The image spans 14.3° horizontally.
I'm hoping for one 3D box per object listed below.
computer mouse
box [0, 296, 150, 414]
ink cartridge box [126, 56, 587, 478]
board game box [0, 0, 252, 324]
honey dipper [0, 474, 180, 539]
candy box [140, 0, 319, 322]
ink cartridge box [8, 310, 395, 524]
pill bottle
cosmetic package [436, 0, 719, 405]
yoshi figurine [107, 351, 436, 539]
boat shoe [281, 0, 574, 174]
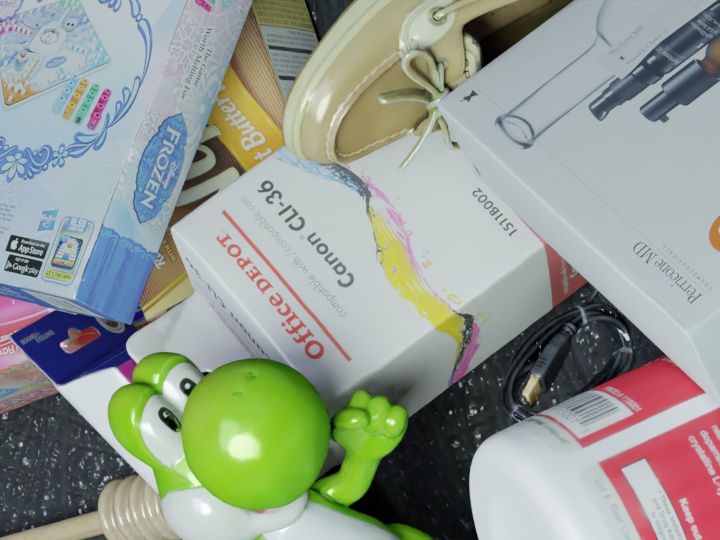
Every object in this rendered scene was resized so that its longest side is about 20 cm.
[{"bbox_3d":[0.107,-0.016,1.196,0.058,0.201,0.034,25,148,-2],"label":"computer mouse"},{"bbox_3d":[-0.200,0.020,1.441,0.199,0.095,0.103,-20,78,33],"label":"box"},{"bbox_3d":[0.000,0.000,1.257,0.200,0.068,0.117,-37,65,-11],"label":"ink cartridge box"},{"bbox_3d":[-0.150,-0.087,1.334,0.199,0.043,0.200,12,78,43],"label":"board game box"},{"bbox_3d":[-0.160,0.137,1.451,0.199,0.038,0.038,-19,79,36],"label":"honey dipper"},{"bbox_3d":[-0.077,-0.088,1.380,0.115,0.055,0.201,-27,75,31],"label":"candy box"},{"bbox_3d":[-0.065,0.081,1.312,0.200,0.095,0.037,44,114,6],"label":"ink cartridge box"},{"bbox_3d":[0.153,0.080,1.131,0.112,0.199,0.113,55,159,33],"label":"pill bottle"},{"bbox_3d":[0.143,-0.053,1.143,0.151,0.052,0.200,-39,41,-5],"label":"cosmetic package"},{"bbox_3d":[-0.015,0.107,1.173,0.200,0.113,0.112,43,111,-13],"label":"yoshi figurine"},{"bbox_3d":[0.054,-0.104,1.225,0.200,0.073,0.063,-37,63,-15],"label":"boat shoe"}]
